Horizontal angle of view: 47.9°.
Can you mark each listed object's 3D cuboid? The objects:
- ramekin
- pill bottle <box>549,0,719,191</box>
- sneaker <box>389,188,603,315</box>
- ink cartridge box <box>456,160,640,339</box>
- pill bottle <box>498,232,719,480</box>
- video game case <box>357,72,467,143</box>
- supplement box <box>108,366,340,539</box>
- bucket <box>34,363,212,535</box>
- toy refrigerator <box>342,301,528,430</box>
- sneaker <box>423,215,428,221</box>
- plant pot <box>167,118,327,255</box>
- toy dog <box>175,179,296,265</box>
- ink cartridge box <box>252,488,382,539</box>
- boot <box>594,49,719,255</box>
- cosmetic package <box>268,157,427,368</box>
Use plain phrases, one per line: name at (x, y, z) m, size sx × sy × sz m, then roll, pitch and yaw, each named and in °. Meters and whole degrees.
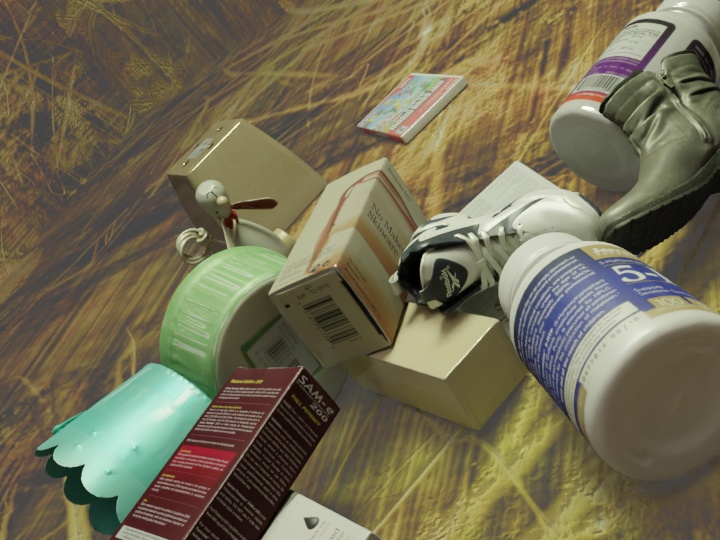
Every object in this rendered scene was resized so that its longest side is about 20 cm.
ramekin at (-0.101, 0.079, 0.860) m, size 0.097 × 0.200 × 0.200 m, roll 14°, pitch 58°, yaw 51°
pill bottle at (0.289, -0.186, 0.816) m, size 0.200 × 0.112 × 0.111 m, roll -49°, pitch 26°, yaw -17°
sneaker at (0.110, -0.008, 0.724) m, size 0.198 × 0.080 × 0.130 m, roll 1°, pitch 30°, yaw 38°
ink cartridge box at (0.162, -0.007, 0.813) m, size 0.162 × 0.057 × 0.200 m, roll -42°, pitch 46°, yaw -1°
pill bottle at (0.178, 0.047, 0.593) m, size 0.119 × 0.120 × 0.200 m, roll -39°, pitch 26°, yaw 4°
video game case at (0.083, -0.278, 1.366) m, size 0.143 × 0.017 × 0.200 m, roll -45°, pitch 25°, yaw -5°
supplement box at (-0.114, 0.175, 0.681) m, size 0.108 × 0.061 × 0.201 m, roll -8°, pitch 39°, yaw 50°
bucket at (-0.200, 0.202, 0.799) m, size 0.135 × 0.208 × 0.206 m, roll -44°, pitch 23°, yaw -30°
toy refrigerator at (0.059, 0.084, 0.770) m, size 0.076 × 0.070 × 0.199 m, roll -44°, pitch 25°, yaw -21°
sneaker at (0.000, 0.000, 0.956) m, size 0.199 × 0.079 × 0.096 m, roll -25°, pitch 42°, yaw 1°
plant pot at (-0.213, -0.150, 1.399) m, size 0.200 × 0.177 × 0.199 m, roll -47°, pitch 26°, yaw -15°
toy dog at (-0.153, -0.042, 1.164) m, size 0.096 × 0.199 × 0.133 m, roll 22°, pitch 91°, yaw 44°
ink cartridge box at (-0.064, 0.259, 0.642) m, size 0.146 × 0.084 × 0.199 m, roll -51°, pitch 27°, yaw -22°
boot at (0.250, -0.104, 0.702) m, size 0.199 × 0.068 × 0.131 m, roll -32°, pitch 62°, yaw -14°
cosmetic package at (-0.004, -0.013, 0.818) m, size 0.087 × 0.104 × 0.201 m, roll -22°, pitch 28°, yaw 30°
